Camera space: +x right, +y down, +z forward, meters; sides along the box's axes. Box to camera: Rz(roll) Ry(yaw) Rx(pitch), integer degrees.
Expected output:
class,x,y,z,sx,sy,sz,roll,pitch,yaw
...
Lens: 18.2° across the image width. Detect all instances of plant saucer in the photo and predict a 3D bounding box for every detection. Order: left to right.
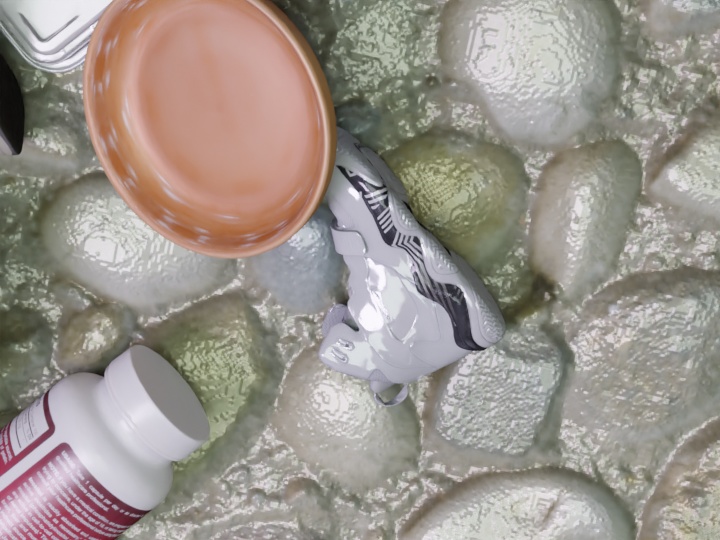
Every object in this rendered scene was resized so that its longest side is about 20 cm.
class,x,y,z,sx,sy,sz,roll,pitch,yaw
plant saucer,-0.098,-0.107,1.516,0.200,0.037,0.201,13,116,28

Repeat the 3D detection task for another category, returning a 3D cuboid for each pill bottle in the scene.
class,x,y,z,sx,sy,sz,roll,pitch,yaw
pill bottle,-0.207,0.146,1.589,0.200,0.113,0.113,-38,98,13

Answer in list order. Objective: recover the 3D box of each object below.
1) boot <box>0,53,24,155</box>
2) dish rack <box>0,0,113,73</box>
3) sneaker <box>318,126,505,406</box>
class,x,y,z,sx,sy,sz,roll,pitch,yaw
boot,-0.324,-0.134,1.504,0.153,0.204,0.074,-6,60,11
dish rack,-0.194,-0.245,1.523,0.200,0.044,0.172,-37,100,14
sneaker,0.000,0.000,1.552,0.115,0.075,0.200,-39,101,10
